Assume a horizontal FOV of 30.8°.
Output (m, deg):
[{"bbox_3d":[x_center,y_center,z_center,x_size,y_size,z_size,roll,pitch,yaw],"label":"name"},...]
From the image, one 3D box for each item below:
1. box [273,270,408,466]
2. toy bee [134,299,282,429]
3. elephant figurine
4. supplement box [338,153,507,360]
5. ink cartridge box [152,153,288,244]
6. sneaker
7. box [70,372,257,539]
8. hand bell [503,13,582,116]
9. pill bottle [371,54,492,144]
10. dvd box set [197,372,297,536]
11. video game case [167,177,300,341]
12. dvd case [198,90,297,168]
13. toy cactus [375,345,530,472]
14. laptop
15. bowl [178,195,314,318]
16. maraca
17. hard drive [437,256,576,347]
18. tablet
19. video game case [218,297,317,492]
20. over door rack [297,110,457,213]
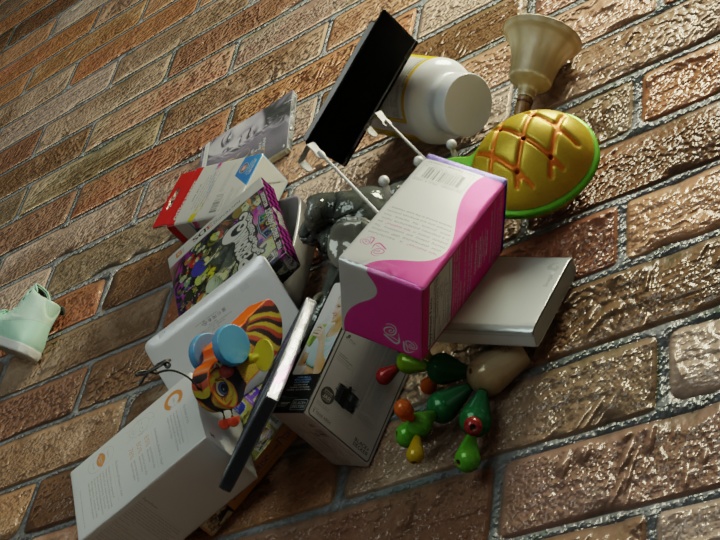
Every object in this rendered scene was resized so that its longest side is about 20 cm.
[{"bbox_3d":[-0.006,0.105,1.476,0.060,0.116,0.202,-6,51,48],"label":"box"},{"bbox_3d":[-0.158,0.121,1.499,0.198,0.110,0.131,-28,7,-23],"label":"toy bee"},{"bbox_3d":[0.000,0.000,1.589,0.202,0.139,0.156,-103,26,-47],"label":"elephant figurine"},{"bbox_3d":[0.068,-0.018,1.377,0.100,0.104,0.200,20,44,23],"label":"supplement box"},{"bbox_3d":[-0.215,-0.099,1.976,0.198,0.067,0.117,-7,48,45],"label":"ink cartridge box"},{"bbox_3d":[-0.571,0.078,2.182,0.199,0.074,0.119,12,70,42],"label":"sneaker"},{"bbox_3d":[-0.234,0.242,1.543,0.199,0.097,0.125,-39,35,9],"label":"box"},{"bbox_3d":[0.201,-0.203,1.622,0.103,0.104,0.203,-1,66,48],"label":"hand bell"},{"bbox_3d":[0.083,-0.228,1.735,0.113,0.112,0.199,-53,34,-12],"label":"pill bottle"},{"bbox_3d":[-0.151,0.211,1.601,0.201,0.029,0.146,-50,33,-7],"label":"dvd box set"},{"bbox_3d":[-0.171,-0.010,1.726,0.181,0.036,0.201,-40,34,12],"label":"video game case"},{"bbox_3d":[-0.185,-0.194,2.094,0.198,0.016,0.150,-29,37,26],"label":"dvd case"},{"bbox_3d":[0.099,0.122,1.372,0.164,0.103,0.200,-34,25,-1],"label":"toy cactus"},{"bbox_3d":[-0.024,-0.247,1.686,0.189,0.115,0.200,-58,35,4],"label":"laptop"},{"bbox_3d":[-0.143,0.012,1.769,0.198,0.075,0.202,-21,39,34],"label":"bowl"},{"bbox_3d":[0.177,-0.112,1.492,0.198,0.107,0.138,-23,50,7],"label":"maraca"},{"bbox_3d":[0.120,0.030,1.419,0.197,0.027,0.132,1,36,32],"label":"hard drive"},{"bbox_3d":[-0.165,0.090,1.631,0.199,0.131,0.014,-37,-11,12],"label":"tablet"},{"bbox_3d":[-0.103,0.137,1.477,0.144,0.019,0.201,-62,3,32],"label":"video game case"},{"bbox_3d":[0.044,-0.124,1.576,0.199,0.067,0.147,37,43,23],"label":"over door rack"}]
